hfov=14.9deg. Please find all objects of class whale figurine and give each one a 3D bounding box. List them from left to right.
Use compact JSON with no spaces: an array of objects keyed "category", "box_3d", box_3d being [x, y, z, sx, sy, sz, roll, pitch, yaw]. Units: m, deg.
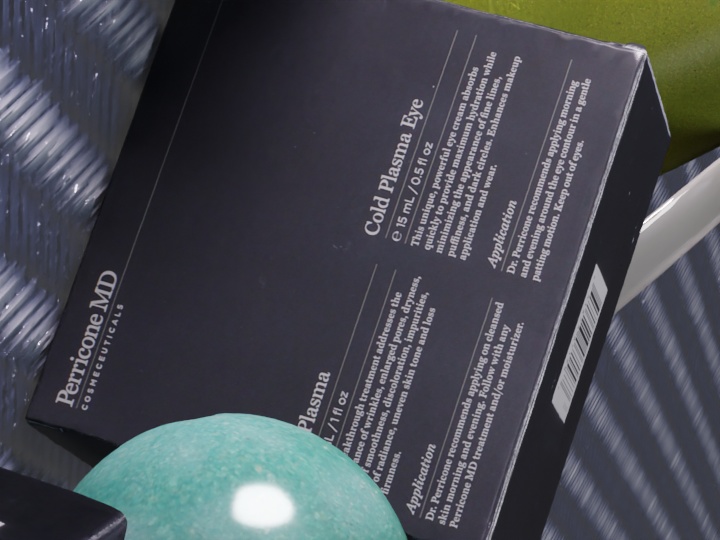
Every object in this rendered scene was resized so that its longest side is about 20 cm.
[{"category":"whale figurine","box_3d":[-0.060,0.101,0.937,0.200,0.158,0.104,176,-96,-70]}]

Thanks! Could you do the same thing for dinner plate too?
[{"category":"dinner plate","box_3d":[0.103,0.011,1.211,0.200,0.024,0.200,-40,177,-2]}]

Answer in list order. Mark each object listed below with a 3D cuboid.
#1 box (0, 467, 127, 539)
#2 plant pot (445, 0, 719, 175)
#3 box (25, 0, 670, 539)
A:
[{"category":"box","box_3d":[-0.156,0.166,0.806,0.148,0.104,0.201,-31,135,-68]},{"category":"plant pot","box_3d":[0.132,-0.132,1.212,0.200,0.192,0.201,-15,90,-73]},{"category":"box","box_3d":[0.000,0.000,1.043,0.104,0.181,0.201,54,54,-71]}]
